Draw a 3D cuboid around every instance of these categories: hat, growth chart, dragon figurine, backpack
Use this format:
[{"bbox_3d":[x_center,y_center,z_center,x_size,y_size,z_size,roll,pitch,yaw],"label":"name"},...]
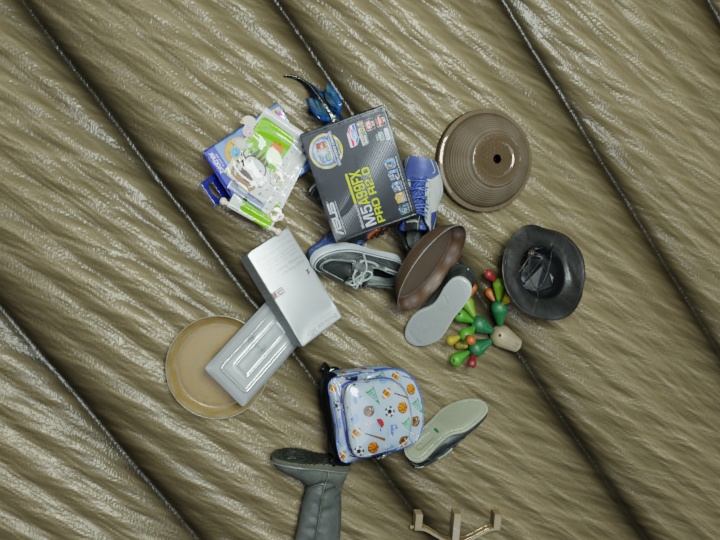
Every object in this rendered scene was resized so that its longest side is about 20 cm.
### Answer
[{"bbox_3d":[0.352,0.010,1.311,0.197,0.081,0.205,4,79,-20],"label":"hat"},{"bbox_3d":[-0.173,-0.184,1.170,0.143,0.018,0.203,22,93,-11],"label":"growth chart"},{"bbox_3d":[-0.065,-0.303,1.202,0.058,0.099,0.202,-35,92,-3],"label":"dragon figurine"},{"bbox_3d":[0.028,0.270,1.262,0.187,0.154,0.204,-8,92,-23],"label":"backpack"}]

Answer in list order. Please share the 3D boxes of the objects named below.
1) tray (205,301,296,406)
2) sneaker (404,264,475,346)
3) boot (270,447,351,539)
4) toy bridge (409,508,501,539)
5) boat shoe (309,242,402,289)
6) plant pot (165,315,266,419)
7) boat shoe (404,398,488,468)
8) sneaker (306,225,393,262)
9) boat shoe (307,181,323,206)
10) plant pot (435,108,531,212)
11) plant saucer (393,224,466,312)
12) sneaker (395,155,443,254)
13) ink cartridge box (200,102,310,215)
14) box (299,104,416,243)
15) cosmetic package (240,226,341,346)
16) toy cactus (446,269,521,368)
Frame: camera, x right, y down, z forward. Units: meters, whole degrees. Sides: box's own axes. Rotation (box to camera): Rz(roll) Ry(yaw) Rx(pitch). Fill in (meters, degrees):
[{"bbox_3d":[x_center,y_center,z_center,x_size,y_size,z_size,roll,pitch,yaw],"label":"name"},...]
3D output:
[{"bbox_3d":[-0.192,0.149,1.245,0.107,0.022,0.200,46,70,-12],"label":"tray"},{"bbox_3d":[0.165,0.069,1.297,0.070,0.099,0.201,39,124,3],"label":"sneaker"},{"bbox_3d":[-0.111,0.469,1.307,0.178,0.073,0.204,13,101,-8],"label":"boot"},{"bbox_3d":[0.200,0.543,1.377,0.196,0.027,0.069,3,97,-9],"label":"toy bridge"},{"bbox_3d":[-0.001,0.002,1.236,0.196,0.069,0.074,12,132,-32],"label":"boat shoe"},{"bbox_3d":[-0.276,0.186,1.264,0.196,0.027,0.204,-1,97,-8],"label":"plant pot"},{"bbox_3d":[0.178,0.335,1.342,0.198,0.072,0.068,-33,137,-11],"label":"boat shoe"},{"bbox_3d":[-0.022,-0.077,1.259,0.198,0.079,0.075,-33,142,8],"label":"sneaker"},{"bbox_3d":[-0.020,-0.206,1.235,0.067,0.072,0.201,36,81,21],"label":"boat shoe"},{"bbox_3d":[0.253,-0.216,1.271,0.197,0.093,0.205,-1,96,-10],"label":"plant pot"},{"bbox_3d":[0.127,-0.010,1.242,0.034,0.200,0.201,38,89,23],"label":"plant saucer"},{"bbox_3d":[0.113,-0.116,1.239,0.079,0.115,0.204,3,95,11],"label":"sneaker"},{"bbox_3d":[-0.200,-0.197,1.211,0.198,0.076,0.138,-34,100,-2],"label":"ink cartridge box"},{"bbox_3d":[-0.002,-0.171,1.156,0.157,0.044,0.203,-18,104,2],"label":"box"},{"bbox_3d":[-0.131,0.033,1.232,0.101,0.074,0.202,-35,97,-21],"label":"cosmetic package"},{"bbox_3d":[0.263,0.116,1.317,0.163,0.102,0.203,28,83,-21],"label":"toy cactus"}]
